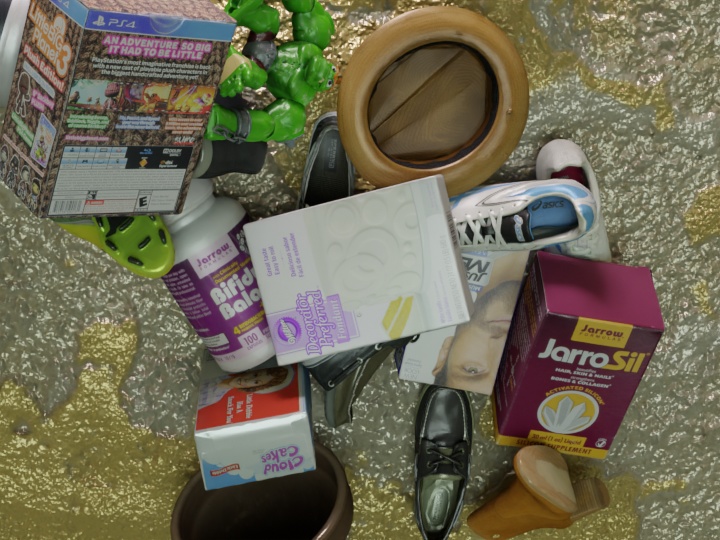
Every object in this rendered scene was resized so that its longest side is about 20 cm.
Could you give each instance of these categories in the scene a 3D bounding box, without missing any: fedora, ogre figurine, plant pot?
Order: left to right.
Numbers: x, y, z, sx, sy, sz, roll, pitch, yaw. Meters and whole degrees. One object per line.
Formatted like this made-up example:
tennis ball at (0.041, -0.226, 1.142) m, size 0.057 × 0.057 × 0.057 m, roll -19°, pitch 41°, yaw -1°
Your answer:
ogre figurine at (-0.084, -0.210, 1.248) m, size 0.098 × 0.202 × 0.120 m, roll -14°, pitch 154°, yaw 37°
plant pot at (-0.091, 0.314, 1.414) m, size 0.198 × 0.201 × 0.176 m, roll -16°, pitch 127°, yaw 2°
fedora at (0.069, -0.169, 1.290) m, size 0.199 × 0.082 × 0.203 m, roll -1°, pitch 99°, yaw -7°

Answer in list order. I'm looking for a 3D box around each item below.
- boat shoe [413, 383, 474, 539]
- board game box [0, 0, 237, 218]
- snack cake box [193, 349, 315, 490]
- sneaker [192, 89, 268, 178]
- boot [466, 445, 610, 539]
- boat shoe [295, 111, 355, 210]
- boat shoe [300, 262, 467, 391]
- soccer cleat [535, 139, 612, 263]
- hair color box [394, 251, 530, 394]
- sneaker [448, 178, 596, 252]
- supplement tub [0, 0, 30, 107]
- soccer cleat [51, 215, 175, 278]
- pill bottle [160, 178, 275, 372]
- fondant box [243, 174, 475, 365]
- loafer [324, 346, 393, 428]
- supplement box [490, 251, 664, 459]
boat shoe at (0.095, 0.220, 1.444) m, size 0.071 × 0.066 × 0.203 m, roll 3°, pitch 109°, yaw -4°
board game box at (-0.226, -0.158, 1.161) m, size 0.159 × 0.097 × 0.201 m, roll -4°, pitch 123°, yaw -44°
snack cake box at (-0.108, 0.142, 1.330) m, size 0.114 × 0.200 × 0.068 m, roll -9°, pitch 111°, yaw 0°
sneaker at (-0.158, -0.190, 1.286) m, size 0.074 × 0.106 × 0.202 m, roll -11°, pitch 85°, yaw 35°
boot at (0.175, 0.258, 1.407) m, size 0.143 × 0.071 × 0.201 m, roll -26°, pitch 148°, yaw 27°
boat shoe at (-0.041, -0.063, 1.326) m, size 0.071 × 0.071 × 0.202 m, roll 4°, pitch 106°, yaw 6°
boat shoe at (0.029, 0.055, 1.316) m, size 0.199 × 0.069 × 0.057 m, roll -30°, pitch 102°, yaw 10°
soccer cleat at (0.227, -0.039, 1.350) m, size 0.069 × 0.086 × 0.201 m, roll -17°, pitch 110°, yaw 2°
hair color box at (0.112, 0.025, 1.377) m, size 0.108 × 0.065 × 0.202 m, roll 10°, pitch 110°, yaw -7°
sneaker at (0.137, -0.050, 1.277) m, size 0.198 × 0.073 × 0.072 m, roll -10°, pitch 105°, yaw 13°
supplement tub at (-0.370, -0.238, 1.208) m, size 0.198 × 0.141 × 0.141 m, roll 17°, pitch 108°, yaw -10°
soccer cleat at (-0.252, -0.048, 1.278) m, size 0.199 × 0.084 × 0.065 m, roll 32°, pitch 72°, yaw 26°
pill bottle at (-0.148, -0.004, 1.321) m, size 0.112 × 0.112 × 0.201 m, roll -30°, pitch 107°, yaw 7°
fondant box at (0.000, 0.000, 1.249) m, size 0.198 × 0.058 × 0.146 m, roll -14°, pitch 93°, yaw 13°
loafer at (0.006, 0.083, 1.384) m, size 0.069 × 0.075 × 0.202 m, roll 13°, pitch 108°, yaw -4°
supplement box at (0.226, 0.093, 1.358) m, size 0.130 × 0.104 × 0.201 m, roll 9°, pitch 129°, yaw -6°
